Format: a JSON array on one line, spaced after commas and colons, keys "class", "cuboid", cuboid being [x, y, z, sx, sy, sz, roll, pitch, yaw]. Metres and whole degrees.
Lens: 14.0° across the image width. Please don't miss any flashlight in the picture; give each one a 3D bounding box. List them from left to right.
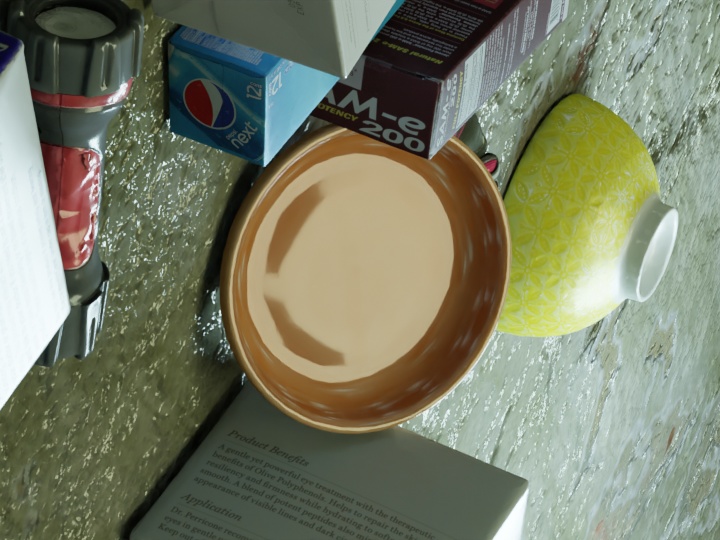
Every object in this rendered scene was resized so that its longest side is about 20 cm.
[{"class": "flashlight", "cuboid": [-0.148, -0.044, 1.455, 0.068, 0.068, 0.200, -17, 131, -34]}]

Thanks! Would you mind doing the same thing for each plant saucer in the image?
[{"class": "plant saucer", "cuboid": [0.000, 0.000, 1.803, 0.200, 0.037, 0.201, -8, 108, -27]}]

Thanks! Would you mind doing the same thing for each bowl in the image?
[{"class": "bowl", "cuboid": [0.188, -0.029, 2.317, 0.200, 0.108, 0.200, -55, 157, -38]}]

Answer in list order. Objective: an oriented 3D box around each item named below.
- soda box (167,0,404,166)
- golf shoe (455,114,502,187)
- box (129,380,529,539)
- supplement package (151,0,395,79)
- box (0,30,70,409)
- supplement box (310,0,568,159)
[{"class": "soda box", "cuboid": [-0.034, -0.149, 1.657, 0.200, 0.064, 0.068, -52, 155, -41]}, {"class": "golf shoe", "cuboid": [0.014, -0.060, 1.900, 0.200, 0.077, 0.088, -40, 119, -50]}, {"class": "box", "cuboid": [-0.021, 0.211, 1.851, 0.171, 0.199, 0.200, -53, 157, -39]}, {"class": "supplement package", "cuboid": [-0.020, -0.224, 1.532, 0.200, 0.120, 0.121, -58, 157, -30]}, {"class": "box", "cuboid": [-0.224, 0.013, 1.241, 0.200, 0.105, 0.184, -57, 158, -34]}, {"class": "supplement box", "cuboid": [0.044, -0.153, 1.795, 0.200, 0.109, 0.061, -46, 151, -48]}]
